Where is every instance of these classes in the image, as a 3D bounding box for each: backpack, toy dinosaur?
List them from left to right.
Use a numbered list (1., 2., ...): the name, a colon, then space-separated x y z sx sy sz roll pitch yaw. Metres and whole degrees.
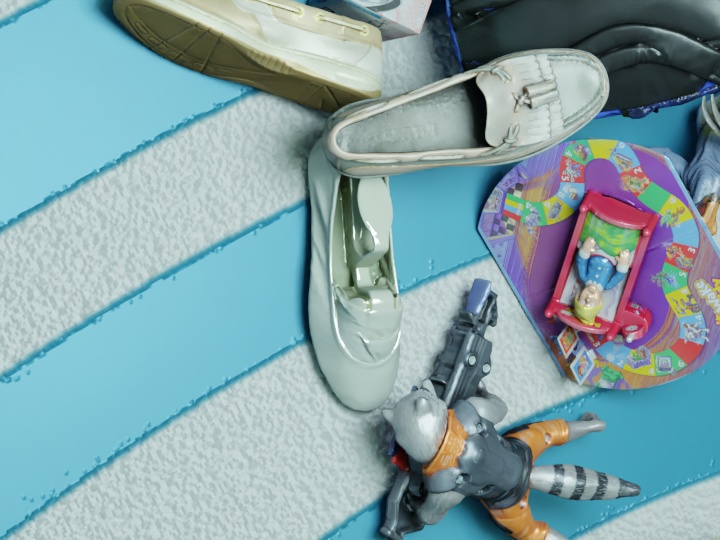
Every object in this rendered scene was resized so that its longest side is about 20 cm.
1. backpack: 0.166 -0.183 1.624 0.200 0.168 0.163 -15 96 9
2. toy dinosaur: 0.278 -0.087 1.685 0.200 0.105 0.182 16 68 -26

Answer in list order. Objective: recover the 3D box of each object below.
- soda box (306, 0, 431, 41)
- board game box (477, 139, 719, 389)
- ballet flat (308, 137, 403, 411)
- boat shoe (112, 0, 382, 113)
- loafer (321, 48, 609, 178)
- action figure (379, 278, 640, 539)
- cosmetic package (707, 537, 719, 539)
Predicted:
1. soda box: 0.033 -0.267 1.614 0.068 0.064 0.200 23 78 -24
2. board game box: 0.175 0.005 1.630 0.200 0.158 0.039 59 30 -15
3. ballet flat: 0.000 0.000 1.592 0.069 0.069 0.200 -6 92 -26
4. boat shoe: -0.073 -0.169 1.562 0.200 0.074 0.069 20 68 -25
5. loafer: 0.071 -0.102 1.531 0.200 0.063 0.072 -14 92 3
6. action figure: 0.102 0.112 1.621 0.193 0.105 0.200 18 84 -35
7. cosmetic package: 0.216 0.267 1.670 0.200 0.073 0.104 -7 118 -25
